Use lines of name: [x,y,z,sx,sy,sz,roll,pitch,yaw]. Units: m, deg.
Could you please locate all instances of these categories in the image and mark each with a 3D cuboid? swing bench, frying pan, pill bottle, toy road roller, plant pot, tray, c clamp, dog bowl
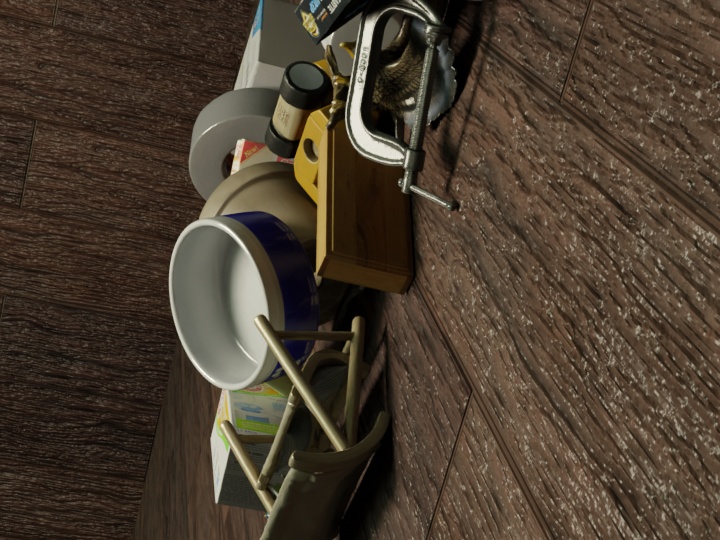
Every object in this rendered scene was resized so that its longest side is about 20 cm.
swing bench: [-0.058,0.187,1.398,0.200,0.128,0.202,114,149,-42]
frying pan: [0.003,0.002,1.505,0.115,0.030,0.193,-132,51,-74]
pill bottle: [0.002,-0.317,1.596,0.201,0.113,0.115,-99,24,-55]
toy road roller: [-0.014,-0.172,1.597,0.201,0.145,0.123,53,145,22]
plant pot: [-0.089,-0.017,1.631,0.173,0.198,0.203,40,119,57]
tray: [0.004,-0.069,1.409,0.037,0.097,0.202,117,160,-45]
c clamp: [0.048,-0.175,1.282,0.170,0.027,0.203,19,109,46]
dog bowl: [-0.138,0.034,1.518,0.199,0.078,0.203,16,111,46]

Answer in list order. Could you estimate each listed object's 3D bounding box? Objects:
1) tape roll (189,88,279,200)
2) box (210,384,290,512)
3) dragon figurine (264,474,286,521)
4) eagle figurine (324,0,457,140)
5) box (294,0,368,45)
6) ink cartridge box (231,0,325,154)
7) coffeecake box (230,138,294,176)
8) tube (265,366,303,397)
tape roll: [-0.152,-0.171,1.918,0.067,0.198,0.201,-89,17,-44]
box: [-0.136,0.231,1.742,0.200,0.111,0.103,-114,37,-70]
dragon figurine: [-0.090,0.346,1.561,0.100,0.058,0.202,-97,21,-54]
eagle figurine: [0.043,-0.222,1.383,0.199,0.150,0.153,-29,87,31]
box: [0.033,-0.326,1.343,0.199,0.046,0.159,-38,4,-16]
ink cartridge box: [-0.109,-0.280,1.976,0.201,0.144,0.148,116,160,-49]
coffeecake box: [-0.113,-0.067,1.794,0.073,0.151,0.203,-160,81,-76]
tube: [-0.123,0.116,1.698,0.058,0.052,0.200,55,-178,29]
